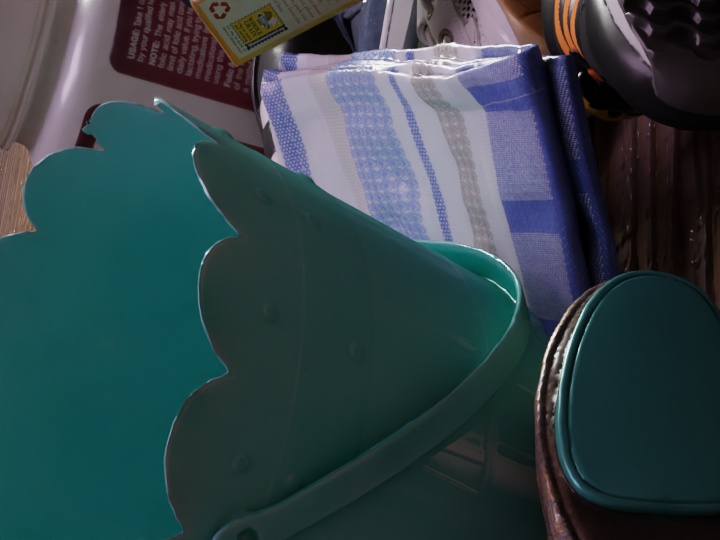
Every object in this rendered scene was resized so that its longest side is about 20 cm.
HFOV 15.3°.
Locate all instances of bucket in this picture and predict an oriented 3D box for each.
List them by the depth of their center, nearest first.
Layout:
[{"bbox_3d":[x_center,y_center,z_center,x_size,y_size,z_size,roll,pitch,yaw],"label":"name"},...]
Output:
[{"bbox_3d":[-0.042,0.062,0.799,0.207,0.134,0.208,-40,38,41],"label":"bucket"}]

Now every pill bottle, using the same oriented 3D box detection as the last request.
[{"bbox_3d":[-0.094,-0.085,1.297,0.114,0.199,0.115,-164,90,-77],"label":"pill bottle"}]

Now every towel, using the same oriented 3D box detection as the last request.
[{"bbox_3d":[0.027,-0.003,0.885,0.200,0.024,0.148,5,111,64],"label":"towel"}]

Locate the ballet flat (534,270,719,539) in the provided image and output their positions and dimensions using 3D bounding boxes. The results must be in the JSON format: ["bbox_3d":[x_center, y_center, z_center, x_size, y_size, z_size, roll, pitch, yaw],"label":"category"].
[{"bbox_3d":[0.075,0.085,0.716,0.201,0.068,0.067,-88,12,-49],"label":"ballet flat"}]

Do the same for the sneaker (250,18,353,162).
[{"bbox_3d":[-0.009,-0.046,1.196,0.088,0.074,0.201,151,123,-72],"label":"sneaker"}]

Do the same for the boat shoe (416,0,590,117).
[{"bbox_3d":[0.048,-0.104,1.016,0.200,0.070,0.070,-100,29,-58],"label":"boat shoe"}]

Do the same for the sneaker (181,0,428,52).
[{"bbox_3d":[-0.021,-0.116,1.138,0.203,0.145,0.077,-81,-24,-46],"label":"sneaker"}]

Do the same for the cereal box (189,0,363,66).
[{"bbox_3d":[0.029,-0.168,0.991,0.199,0.040,0.144,-25,35,16],"label":"cereal box"}]

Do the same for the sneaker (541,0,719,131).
[{"bbox_3d":[0.093,-0.075,0.826,0.200,0.070,0.090,-90,13,-59],"label":"sneaker"}]
